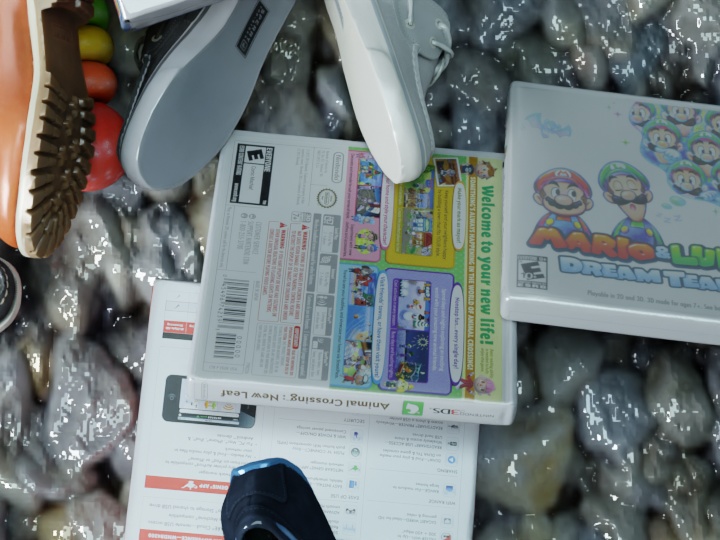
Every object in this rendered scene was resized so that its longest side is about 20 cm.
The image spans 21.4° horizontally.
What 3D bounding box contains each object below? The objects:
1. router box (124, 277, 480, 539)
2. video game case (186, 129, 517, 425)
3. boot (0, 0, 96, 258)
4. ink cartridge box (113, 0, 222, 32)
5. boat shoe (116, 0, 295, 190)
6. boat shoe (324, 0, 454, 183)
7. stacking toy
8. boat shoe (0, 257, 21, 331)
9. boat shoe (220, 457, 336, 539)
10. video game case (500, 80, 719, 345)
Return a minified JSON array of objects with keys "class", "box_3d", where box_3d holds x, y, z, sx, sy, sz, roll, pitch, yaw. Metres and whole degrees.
[{"class":"router box","box_3d":[-0.031,0.105,1.100,0.198,0.049,0.182,6,74,-1]},{"class":"video game case","box_3d":[0.000,0.000,1.100,0.180,0.022,0.201,5,46,-1]},{"class":"boot","box_3d":[-0.210,-0.105,1.090,0.106,0.075,0.202,-3,80,12]},{"class":"ink cartridge box","box_3d":[-0.103,-0.253,1.080,0.135,0.076,0.202,-19,95,-8]},{"class":"boat shoe","box_3d":[-0.102,-0.137,1.153,0.066,0.070,0.201,12,67,33]},{"class":"boat shoe","box_3d":[0.022,-0.146,1.159,0.068,0.072,0.201,-10,57,-11]},{"class":"stacking toy","box_3d":[-0.184,-0.145,1.151,0.084,0.085,0.202,-13,79,-6]},{"class":"boat shoe","box_3d":[-0.300,0.009,1.110,0.198,0.060,0.075,4,73,-1]},{"class":"boat shoe","box_3d":[-0.030,0.200,1.021,0.084,0.069,0.201,-25,111,13]},{"class":"video game case","box_3d":[0.182,-0.034,1.120,0.198,0.024,0.183,7,48,-1]}]
